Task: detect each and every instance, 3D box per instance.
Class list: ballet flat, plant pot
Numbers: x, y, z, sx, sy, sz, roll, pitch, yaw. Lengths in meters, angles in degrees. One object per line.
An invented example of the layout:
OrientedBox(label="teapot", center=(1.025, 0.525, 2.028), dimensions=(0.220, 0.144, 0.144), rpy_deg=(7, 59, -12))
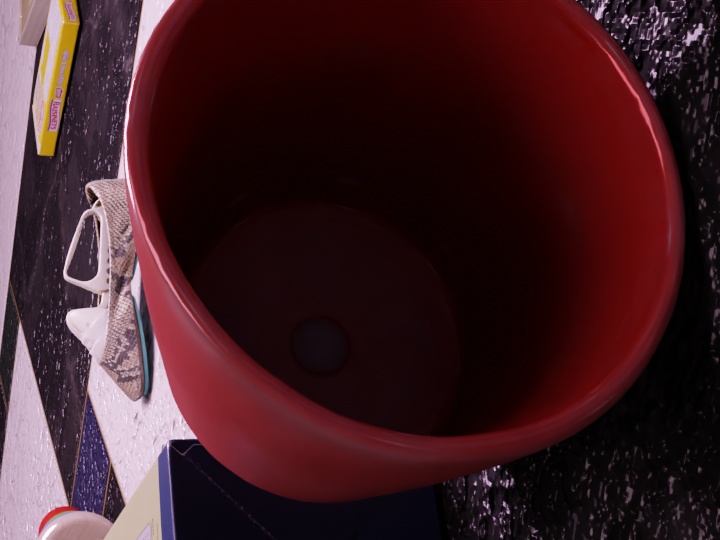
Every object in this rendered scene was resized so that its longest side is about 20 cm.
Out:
OrientedBox(label="ballet flat", center=(-0.228, 0.015, 1.194), dimensions=(0.068, 0.074, 0.204), rpy_deg=(152, 119, -63))
OrientedBox(label="plant pot", center=(0.000, 0.000, 0.521), dimensions=(0.178, 0.197, 0.204), rpy_deg=(121, 146, -63))

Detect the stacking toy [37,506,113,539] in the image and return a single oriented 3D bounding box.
OrientedBox(label="stacking toy", center=(-0.277, 0.265, 1.280), dimensions=(0.200, 0.084, 0.087), rpy_deg=(167, 106, -72))

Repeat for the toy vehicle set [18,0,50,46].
OrientedBox(label="toy vehicle set", center=(-0.437, -0.406, 1.831), dimensions=(0.200, 0.026, 0.126), rpy_deg=(144, 126, -62))

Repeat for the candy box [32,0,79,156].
OrientedBox(label="candy box", center=(-0.381, -0.253, 1.673), dimensions=(0.103, 0.026, 0.202), rpy_deg=(-112, 33, -42))

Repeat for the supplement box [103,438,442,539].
OrientedBox(label="supplement box", center=(-0.050, 0.212, 0.653), dimensions=(0.200, 0.132, 0.203), rpy_deg=(128, 140, -53))
